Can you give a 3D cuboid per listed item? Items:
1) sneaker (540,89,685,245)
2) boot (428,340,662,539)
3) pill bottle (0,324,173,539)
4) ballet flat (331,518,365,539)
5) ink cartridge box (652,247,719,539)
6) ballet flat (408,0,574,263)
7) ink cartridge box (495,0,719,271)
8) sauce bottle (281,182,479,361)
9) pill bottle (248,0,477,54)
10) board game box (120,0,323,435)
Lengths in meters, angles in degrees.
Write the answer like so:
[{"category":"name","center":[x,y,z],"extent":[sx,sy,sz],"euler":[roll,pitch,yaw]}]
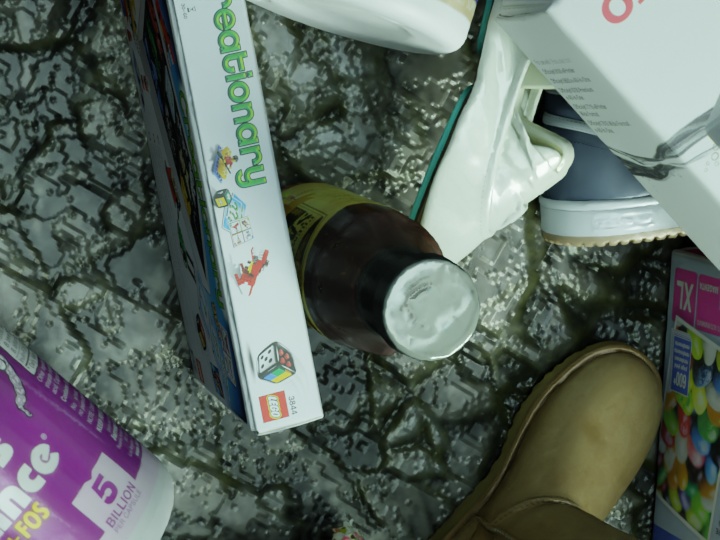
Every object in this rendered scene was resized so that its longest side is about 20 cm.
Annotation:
[{"category":"sneaker","center":[0.180,-0.080,0.969],"extent":[0.199,0.070,0.109],"euler":[-9,102,-13]},{"category":"boot","center":[0.115,0.124,0.915],"extent":[0.066,0.200,0.176],"euler":[37,86,-18]},{"category":"pill bottle","center":[-0.186,0.070,0.863],"extent":[0.200,0.112,0.112],"euler":[42,84,-18]},{"category":"ballet flat","center":[-0.077,0.167,0.942],"extent":[0.199,0.076,0.064],"euler":[-13,70,-19]},{"category":"ink cartridge box","center":[0.187,0.095,0.976],"extent":[0.042,0.119,0.201],"euler":[-2,98,-19]},{"category":"ballet flat","center":[0.074,-0.080,0.904],"extent":[0.069,0.069,0.201],"euler":[14,102,-18]},{"category":"ink cartridge box","center":[0.179,-0.087,0.849],"extent":[0.145,0.084,0.200],"euler":[-45,102,-5]},{"category":"sauce bottle","center":[0.000,0.000,0.864],"extent":[0.066,0.200,0.066],"euler":[-2,96,-15]},{"category":"pill bottle","center":[0.017,-0.207,0.882],"extent":[0.119,0.120,0.201],"euler":[17,89,-18]},{"category":"board game box","center":[-0.064,-0.039,0.878],"extent":[0.034,0.126,0.201],"euler":[-13,101,-14]}]
